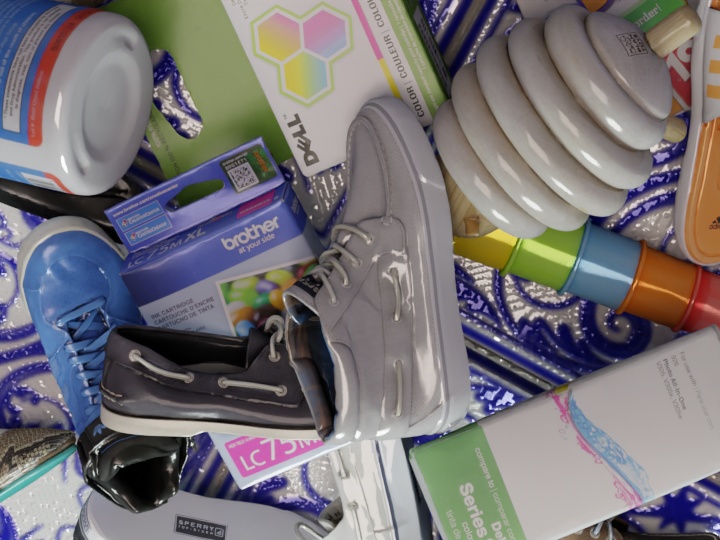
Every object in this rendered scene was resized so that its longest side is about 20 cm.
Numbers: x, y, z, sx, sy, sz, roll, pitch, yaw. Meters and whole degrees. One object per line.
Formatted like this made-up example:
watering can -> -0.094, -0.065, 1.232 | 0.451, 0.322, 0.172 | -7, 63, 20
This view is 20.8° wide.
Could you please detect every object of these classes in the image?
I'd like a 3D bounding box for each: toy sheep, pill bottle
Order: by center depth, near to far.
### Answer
toy sheep -> 0.118, -0.088, 1.147 | 0.138, 0.138, 0.200 | 44, 112, -9
pill bottle -> -0.237, -0.119, 1.207 | 0.198, 0.112, 0.113 | 14, 110, 21

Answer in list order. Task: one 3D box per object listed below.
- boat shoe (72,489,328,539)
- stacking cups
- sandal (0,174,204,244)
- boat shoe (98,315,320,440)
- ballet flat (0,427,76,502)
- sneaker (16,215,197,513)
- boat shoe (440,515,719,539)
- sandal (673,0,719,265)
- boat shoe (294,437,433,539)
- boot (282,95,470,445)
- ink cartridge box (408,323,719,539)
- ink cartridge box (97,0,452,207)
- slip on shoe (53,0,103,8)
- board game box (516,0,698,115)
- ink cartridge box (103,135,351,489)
boat shoe -> -0.099, 0.200, 1.338 | 0.198, 0.072, 0.068 | 16, 143, -13
stacking cups -> 0.154, -0.007, 1.253 | 0.198, 0.061, 0.061 | 18, 109, -5
sandal -> -0.163, -0.048, 1.269 | 0.199, 0.075, 0.048 | 15, 80, -4
boat shoe -> -0.059, 0.061, 1.182 | 0.198, 0.073, 0.063 | -1, 107, -1
ballet flat -> -0.281, 0.156, 1.346 | 0.200, 0.068, 0.075 | -44, 83, 19
sneaker -> -0.157, 0.067, 1.242 | 0.076, 0.111, 0.201 | -20, 130, -14
boat shoe -> 0.147, 0.191, 1.303 | 0.198, 0.072, 0.073 | -9, 105, 9
sandal -> 0.243, -0.095, 1.194 | 0.079, 0.059, 0.209 | -7, 114, -27
boat shoe -> 0.000, 0.169, 1.310 | 0.085, 0.075, 0.204 | -10, 103, 9
boot -> 0.000, 0.000, 1.137 | 0.095, 0.073, 0.202 | -8, 82, -28
ink cartridge box -> 0.136, 0.113, 1.212 | 0.199, 0.145, 0.088 | -24, 83, -2
ink cartridge box -> -0.059, -0.130, 1.220 | 0.199, 0.076, 0.149 | -23, 104, 11
slip on shoe -> -0.106, -0.220, 1.200 | 0.200, 0.076, 0.061 | -44, 93, 9
board game box -> 0.142, -0.172, 1.184 | 0.095, 0.030, 0.201 | -21, 118, 12
ink cartridge box -> -0.068, 0.029, 1.231 | 0.118, 0.042, 0.201 | -23, 107, 13
